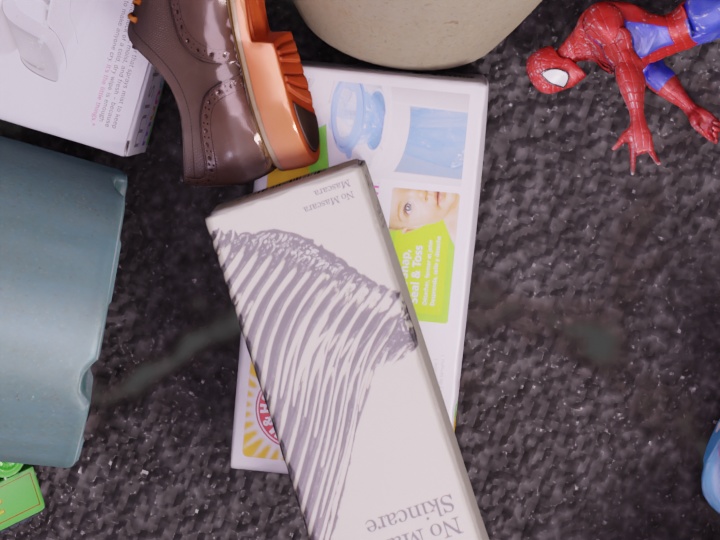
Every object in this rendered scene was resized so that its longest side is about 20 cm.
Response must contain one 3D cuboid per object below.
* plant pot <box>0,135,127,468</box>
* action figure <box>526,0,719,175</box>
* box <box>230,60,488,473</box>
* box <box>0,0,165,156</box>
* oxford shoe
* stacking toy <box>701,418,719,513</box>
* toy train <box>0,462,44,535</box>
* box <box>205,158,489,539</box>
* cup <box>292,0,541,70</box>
[{"bbox_3d":[-0.220,0.007,1.443,0.195,0.200,0.202,10,96,-7],"label":"plant pot"},{"bbox_3d":[0.184,-0.103,1.464,0.199,0.065,0.100,-14,78,4],"label":"action figure"},{"bbox_3d":[0.000,0.000,1.467,0.112,0.101,0.202,5,95,2],"label":"box"},{"bbox_3d":[-0.164,-0.177,1.461,0.175,0.097,0.201,16,95,0],"label":"box"},{"bbox_3d":[-0.082,-0.136,1.380,0.072,0.071,0.201,-17,89,12],"label":"oxford shoe"},{"bbox_3d":[0.232,0.099,1.416,0.109,0.200,0.117,31,97,-1],"label":"stacking toy"},{"bbox_3d":[-0.248,0.136,1.480,0.199,0.042,0.057,-25,112,-25],"label":"toy train"},{"bbox_3d":[-0.005,0.054,1.386,0.082,0.068,0.201,-19,94,2],"label":"box"},{"bbox_3d":[0.030,-0.183,1.420,0.199,0.201,0.144,10,124,2],"label":"cup"}]
